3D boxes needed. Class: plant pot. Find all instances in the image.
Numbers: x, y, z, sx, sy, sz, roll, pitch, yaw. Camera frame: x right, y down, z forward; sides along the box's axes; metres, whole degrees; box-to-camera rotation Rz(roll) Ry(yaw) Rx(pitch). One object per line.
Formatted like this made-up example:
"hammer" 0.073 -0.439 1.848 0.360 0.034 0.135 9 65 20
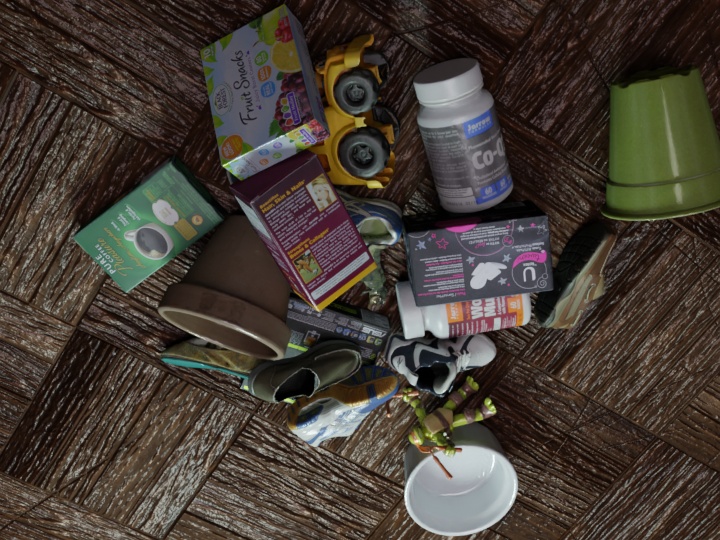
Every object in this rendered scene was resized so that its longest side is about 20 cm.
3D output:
"plant pot" 0.436 -0.192 1.279 0.199 0.200 0.191 -13 104 1
"plant pot" -0.178 0.017 1.307 0.200 0.200 0.175 23 74 -16

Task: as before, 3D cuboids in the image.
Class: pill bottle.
"pill bottle" 0.161 0.048 1.400 0.199 0.110 0.110 -10 117 -1
"pill bottle" 0.146 -0.195 1.275 0.113 0.114 0.201 -17 117 4

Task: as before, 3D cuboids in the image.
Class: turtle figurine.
"turtle figurine" 0.145 0.258 1.482 0.161 0.200 0.065 -28 132 -14

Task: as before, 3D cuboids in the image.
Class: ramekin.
"ramekin" 0.171 0.361 1.564 0.199 0.098 0.201 -2 117 -4

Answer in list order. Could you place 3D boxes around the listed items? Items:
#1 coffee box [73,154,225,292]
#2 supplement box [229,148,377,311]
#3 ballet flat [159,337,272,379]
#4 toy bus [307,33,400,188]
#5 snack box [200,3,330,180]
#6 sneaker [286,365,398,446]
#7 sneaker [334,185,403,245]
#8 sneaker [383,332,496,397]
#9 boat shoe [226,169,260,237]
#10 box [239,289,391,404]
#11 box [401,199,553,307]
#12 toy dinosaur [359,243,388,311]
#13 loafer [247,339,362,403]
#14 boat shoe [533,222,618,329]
"coffee box" -0.319 -0.070 1.335 0.200 0.044 0.123 -36 114 12
"supplement box" -0.077 -0.059 1.211 0.110 0.086 0.200 -38 123 -12
"ballet flat" -0.228 0.134 1.423 0.199 0.071 0.071 9 119 22
"toy bus" -0.049 -0.219 1.250 0.191 0.136 0.201 -2 117 15
"snack box" -0.131 -0.239 1.177 0.142 0.201 0.053 -24 151 17
"sneaker" -0.020 0.225 1.456 0.199 0.075 0.088 -24 130 14
"sneaker" -0.028 -0.081 1.337 0.199 0.077 0.076 5 118 -6
"sneaker" 0.148 0.156 1.429 0.198 0.130 0.080 8 115 -24
"boat shoe" -0.151 -0.133 1.270 0.075 0.060 0.201 -10 86 -31
"box" -0.075 0.137 1.461 0.199 0.048 0.194 18 116 -14
"box" 0.167 -0.026 1.288 0.199 0.132 0.115 -7 104 1
"toy dinosaur" 0.000 0.000 1.372 0.088 0.048 0.200 5 153 4
"loafer" -0.076 0.167 1.380 0.199 0.070 0.076 -16 122 -30
"boat shoe" 0.357 0.013 1.426 0.074 0.076 0.200 17 122 -19
